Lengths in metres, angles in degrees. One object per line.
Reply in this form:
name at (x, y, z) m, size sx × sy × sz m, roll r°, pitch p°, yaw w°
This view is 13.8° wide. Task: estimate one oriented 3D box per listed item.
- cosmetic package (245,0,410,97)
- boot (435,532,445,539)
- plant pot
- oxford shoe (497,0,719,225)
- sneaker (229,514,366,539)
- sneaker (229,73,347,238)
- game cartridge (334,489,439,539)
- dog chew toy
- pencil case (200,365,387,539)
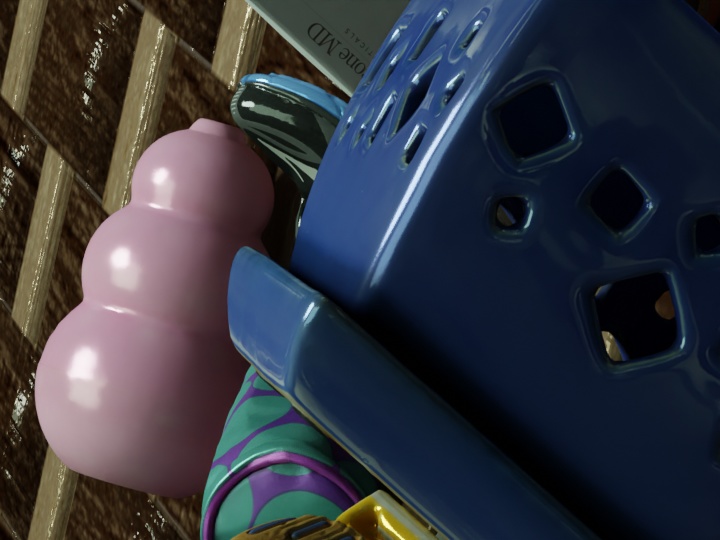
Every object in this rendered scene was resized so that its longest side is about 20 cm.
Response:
cosmetic package at (0.033, -0.175, 1.274) m, size 0.200 × 0.107 × 0.085 m, roll -50°, pitch 31°, yaw 3°
boot at (0.056, 0.198, 1.275) m, size 0.200 × 0.077 × 0.139 m, roll 115°, pitch 138°, yaw -54°
plant pot at (0.069, 0.010, 1.028) m, size 0.180 × 0.200 × 0.200 m, roll -49°, pitch 12°, yaw -2°
oxford shoe at (0.078, -0.068, 1.257) m, size 0.071 × 0.072 × 0.200 m, roll 43°, pitch 133°, yaw 14°
sneaker at (0.010, 0.172, 1.034) m, size 0.200 × 0.075 × 0.089 m, roll -127°, pitch 33°, yaw -50°
sneaker at (0.000, 0.000, 1.318) m, size 0.200 × 0.082 × 0.071 m, roll 59°, pitch 170°, yaw -6°
game cartridge at (0.070, 0.197, 1.111) m, size 0.176 × 0.032 × 0.201 m, roll 39°, pitch 156°, yaw 46°
dog chew toy at (-0.102, 0.018, 1.603) m, size 0.124 × 0.124 × 0.201 m, roll 13°, pitch 88°, yaw 65°
pencil case at (-0.024, 0.094, 1.366) m, size 0.200 × 0.085 × 0.093 m, roll -75°, pitch -27°, yaw -73°
